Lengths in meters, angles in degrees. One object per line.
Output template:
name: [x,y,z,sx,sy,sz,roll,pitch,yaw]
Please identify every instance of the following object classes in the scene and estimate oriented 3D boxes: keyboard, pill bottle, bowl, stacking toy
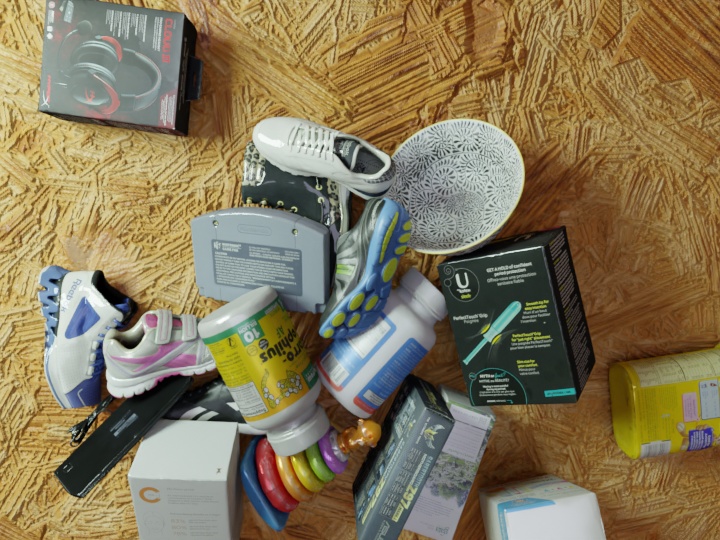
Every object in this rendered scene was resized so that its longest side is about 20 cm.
keyboard: [-0.325,0.203,0.783,0.200,0.126,0.021,-47,134,-27]
pill bottle: [0.037,0.097,0.814,0.112,0.112,0.200,43,92,-7]
bowl: [0.129,-0.095,0.792,0.197,0.094,0.204,-10,63,19]
pill bottle: [-0.119,0.133,0.756,0.111,0.113,0.203,-25,99,-1]
stacking toy: [-0.059,0.258,0.811,0.198,0.110,0.117,-28,98,10]

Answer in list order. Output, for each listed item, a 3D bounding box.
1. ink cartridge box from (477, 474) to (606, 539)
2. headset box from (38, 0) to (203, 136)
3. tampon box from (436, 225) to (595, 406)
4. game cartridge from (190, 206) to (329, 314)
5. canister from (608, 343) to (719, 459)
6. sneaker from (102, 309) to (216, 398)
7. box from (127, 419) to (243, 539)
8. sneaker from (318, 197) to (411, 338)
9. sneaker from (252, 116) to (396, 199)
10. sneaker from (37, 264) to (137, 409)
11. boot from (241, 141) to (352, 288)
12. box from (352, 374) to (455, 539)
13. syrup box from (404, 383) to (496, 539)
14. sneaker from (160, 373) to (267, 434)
ink cartridge box: [0.251,0.375,0.822,0.126,0.200,0.128,-9,79,-2]
headset box: [-0.309,-0.268,0.773,0.196,0.075,0.152,7,95,-4]
tampon box: [0.213,0.061,0.781,0.148,0.126,0.204,-10,99,34]
game cartridge: [-0.135,-0.017,0.789,0.196,0.042,0.136,7,108,15]
canister: [0.485,0.195,0.864,0.196,0.087,0.152,-8,96,-1]
sneaker: [-0.257,0.096,0.787,0.197,0.081,0.090,-21,122,-17]
box: [-0.230,0.313,0.791,0.122,0.098,0.203,3,121,-3]
sneaker: [0.000,0.000,0.754,0.070,0.083,0.202,13,107,-38]
sneaker: [-0.046,-0.156,0.737,0.196,0.081,0.078,18,85,4]
sneaker: [-0.370,0.088,0.804,0.113,0.081,0.204,-7,95,0]
boot: [-0.088,-0.082,0.811,0.150,0.073,0.208,3,94,0]
box: [0.054,0.262,0.809,0.050,0.158,0.203,25,93,-5]
syrup box: [0.123,0.283,0.853,0.077,0.081,0.204,19,95,-3]
sneaker: [-0.215,0.169,0.833,0.196,0.073,0.114,5,88,-7]
